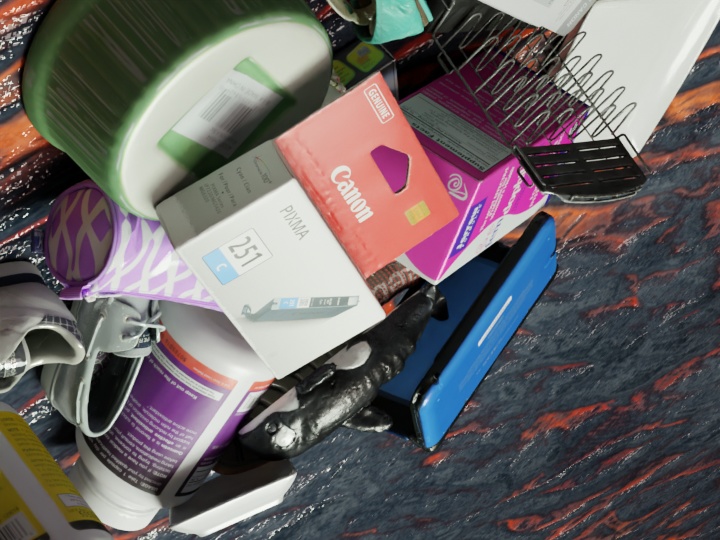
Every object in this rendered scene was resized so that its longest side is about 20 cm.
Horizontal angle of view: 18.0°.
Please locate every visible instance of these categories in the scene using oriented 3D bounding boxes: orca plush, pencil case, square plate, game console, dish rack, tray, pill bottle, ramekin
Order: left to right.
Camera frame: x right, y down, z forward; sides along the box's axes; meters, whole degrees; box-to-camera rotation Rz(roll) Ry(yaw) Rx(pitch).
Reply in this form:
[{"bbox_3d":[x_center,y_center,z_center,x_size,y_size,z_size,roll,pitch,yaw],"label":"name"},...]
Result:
[{"bbox_3d":[-0.266,0.162,1.618,0.111,0.200,0.111,-31,151,-19],"label":"pill bottle"},{"bbox_3d":[-0.150,0.107,1.787,0.112,0.113,0.200,0,132,-53],"label":"pill bottle"},{"bbox_3d":[-0.129,-0.010,1.607,0.200,0.086,0.084,9,163,-43],"label":"pencil case"},{"bbox_3d":[-0.114,-0.128,1.506,0.200,0.098,0.200,-31,151,-20],"label":"ramekin"},{"bbox_3d":[-0.101,0.182,1.833,0.107,0.022,0.200,-24,-177,-4],"label":"tray"},{"bbox_3d":[0.002,0.094,1.783,0.200,0.071,0.105,-37,178,-27],"label":"orca plush"},{"bbox_3d":[0.066,0.036,1.895,0.200,0.118,0.171,-55,163,-16],"label":"game console"},{"bbox_3d":[0.142,-0.140,1.726,0.153,0.200,0.055,-10,150,-46],"label":"dish rack"},{"bbox_3d":[0.215,-0.167,1.963,0.198,0.028,0.200,-13,142,-44],"label":"square plate"}]

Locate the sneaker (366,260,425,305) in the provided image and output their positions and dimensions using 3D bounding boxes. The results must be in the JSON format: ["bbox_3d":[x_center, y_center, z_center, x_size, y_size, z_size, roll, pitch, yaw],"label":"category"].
[{"bbox_3d":[0.000,0.000,1.793,0.200,0.071,0.098,-11,135,-40],"label":"sneaker"}]

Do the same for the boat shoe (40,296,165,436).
[{"bbox_3d":[-0.177,0.039,1.694,0.070,0.072,0.201,-11,137,-44],"label":"boat shoe"}]

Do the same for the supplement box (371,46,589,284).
[{"bbox_3d":[0.080,-0.084,1.761,0.200,0.103,0.101,-33,152,-52],"label":"supplement box"}]

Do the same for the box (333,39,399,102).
[{"bbox_3d":[-0.060,-0.086,1.709,0.200,0.035,0.110,-34,152,-16],"label":"box"}]

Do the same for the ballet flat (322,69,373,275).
[{"bbox_3d":[-0.021,-0.081,1.644,0.076,0.064,0.201,-34,123,-26],"label":"ballet flat"}]

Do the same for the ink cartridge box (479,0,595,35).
[{"bbox_3d":[0.148,-0.283,1.642,0.200,0.084,0.175,-49,152,15],"label":"ink cartridge box"}]

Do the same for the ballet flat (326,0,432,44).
[{"bbox_3d":[0.001,-0.217,1.569,0.070,0.067,0.200,-25,150,-2],"label":"ballet flat"}]

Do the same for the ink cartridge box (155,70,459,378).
[{"bbox_3d":[-0.024,-0.026,1.563,0.176,0.045,0.200,-31,146,2],"label":"ink cartridge box"}]

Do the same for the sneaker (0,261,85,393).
[{"bbox_3d":[-0.286,0.054,1.567,0.200,0.081,0.077,-20,147,-34],"label":"sneaker"}]

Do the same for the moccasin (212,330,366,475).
[{"bbox_3d":[-0.068,0.103,1.909,0.078,0.074,0.201,-33,-166,50],"label":"moccasin"}]
